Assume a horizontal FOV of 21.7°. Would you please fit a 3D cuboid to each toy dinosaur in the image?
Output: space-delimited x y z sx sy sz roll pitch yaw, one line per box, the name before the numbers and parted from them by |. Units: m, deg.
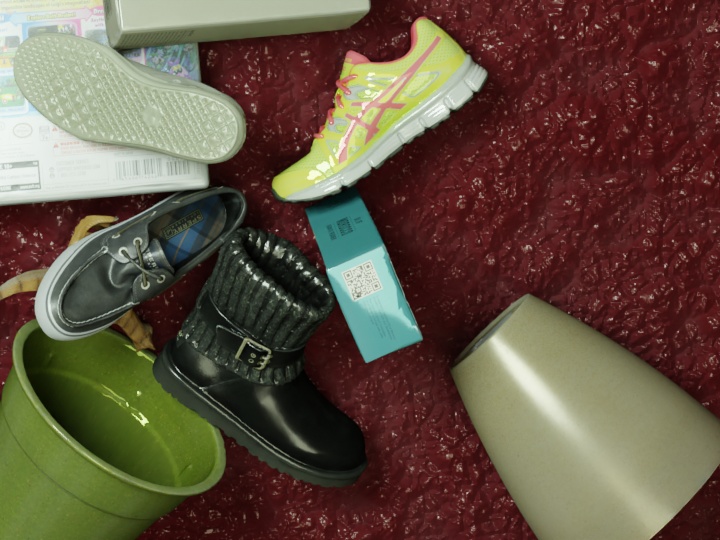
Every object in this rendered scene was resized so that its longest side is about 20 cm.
toy dinosaur | -0.225 0.011 1.501 0.199 0.060 0.107 23 59 -45

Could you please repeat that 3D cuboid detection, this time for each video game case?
video game case | -0.226 -0.148 1.490 0.198 0.024 0.184 -5 89 -4

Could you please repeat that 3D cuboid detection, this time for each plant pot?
plant pot | 0.175 0.123 1.563 0.187 0.187 0.200 -42 91 6
plant pot | -0.244 0.173 1.528 0.199 0.200 0.190 34 112 -13

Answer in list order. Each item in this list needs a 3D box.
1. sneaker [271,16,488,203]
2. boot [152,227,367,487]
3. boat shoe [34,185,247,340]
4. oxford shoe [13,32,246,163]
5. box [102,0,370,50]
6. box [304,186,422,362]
sneaker | 0.002 -0.130 1.523 0.199 0.078 0.091 -37 98 -2
boot | -0.053 0.075 1.540 0.210 0.080 0.158 31 118 -13
boat shoe | -0.167 -0.010 1.483 0.199 0.066 0.070 -32 102 -34
oxford shoe | -0.177 -0.131 1.457 0.198 0.058 0.076 19 101 11
box | -0.098 -0.218 1.457 0.198 0.082 0.069 -7 89 -16
box | 0.000 0.000 1.485 0.049 0.200 0.083 -23 106 0
